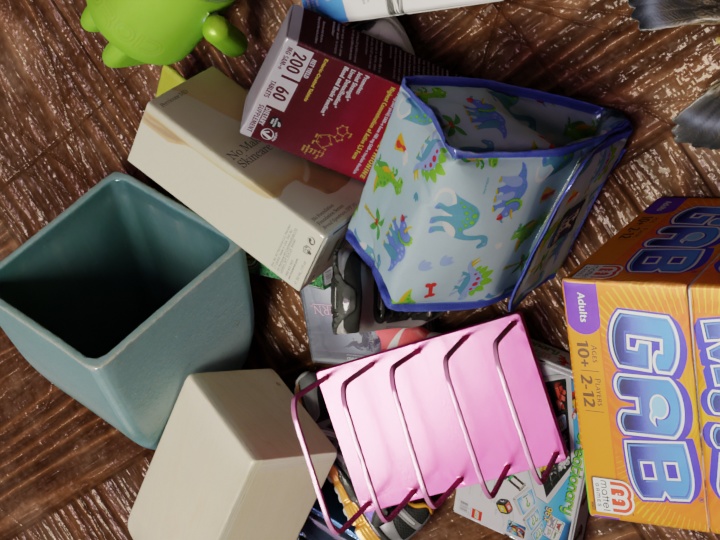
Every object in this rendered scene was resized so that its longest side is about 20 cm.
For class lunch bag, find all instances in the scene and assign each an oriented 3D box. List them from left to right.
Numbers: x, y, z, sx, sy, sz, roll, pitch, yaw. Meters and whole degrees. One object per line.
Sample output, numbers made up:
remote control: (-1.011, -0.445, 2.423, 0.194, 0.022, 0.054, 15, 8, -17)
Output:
lunch bag: (0.113, -0.060, 1.279, 0.128, 0.200, 0.170, 59, 139, 39)

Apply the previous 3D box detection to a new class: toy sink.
toy sink: (-0.125, 0.214, 1.514, 0.130, 0.112, 0.200, 47, 124, 39)

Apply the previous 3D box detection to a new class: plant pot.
plant pot: (-0.223, 0.062, 1.539, 0.196, 0.196, 0.200, 28, 148, 35)

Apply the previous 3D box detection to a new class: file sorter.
file sorter: (0.058, 0.138, 1.354, 0.200, 0.125, 0.139, -17, 94, 17)

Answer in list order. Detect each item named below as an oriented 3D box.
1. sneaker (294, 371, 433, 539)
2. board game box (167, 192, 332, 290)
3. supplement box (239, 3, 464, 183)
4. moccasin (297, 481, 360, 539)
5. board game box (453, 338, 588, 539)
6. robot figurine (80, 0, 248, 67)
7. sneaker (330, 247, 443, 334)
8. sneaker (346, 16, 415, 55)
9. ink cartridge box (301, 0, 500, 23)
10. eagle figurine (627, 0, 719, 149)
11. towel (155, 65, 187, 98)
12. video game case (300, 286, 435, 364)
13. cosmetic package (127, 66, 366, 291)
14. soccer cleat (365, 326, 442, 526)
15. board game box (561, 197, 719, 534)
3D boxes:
sneaker: (0.001, 0.184, 1.541, 0.077, 0.078, 0.200, -32, 85, 10)
board game box: (-0.111, -0.048, 1.517, 0.200, 0.023, 0.105, 13, 116, 37)
supplement box: (0.009, -0.136, 1.331, 0.200, 0.061, 0.109, 21, 128, -13)
moccasin: (-0.051, 0.261, 1.593, 0.200, 0.080, 0.068, 36, 115, 17)
board game box: (0.159, 0.162, 1.440, 0.126, 0.035, 0.200, 22, 121, 26)
robot figurine: (-0.173, -0.268, 1.414, 0.200, 0.116, 0.176, -42, 73, 38)
sneaker: (0.025, 0.018, 1.352, 0.079, 0.200, 0.074, 2, 92, 19)
sneaker: (-0.030, -0.160, 1.397, 0.200, 0.081, 0.084, -21, 112, 42)
ink cartridge box: (0.040, -0.291, 1.282, 0.200, 0.084, 0.146, -1, 110, 34)
eagle figurine: (0.308, -0.177, 1.149, 0.200, 0.151, 0.152, -1, 69, 65)
towel: (-0.123, -0.108, 1.467, 0.200, 0.018, 0.086, 42, 137, 19)
video game case: (0.000, 0.000, 1.484, 0.143, 0.019, 0.200, 4, 112, 33)
cosmetic package: (-0.092, -0.083, 1.358, 0.200, 0.105, 0.071, 36, 130, 11)
soccer cleat: (0.028, 0.144, 1.465, 0.073, 0.068, 0.200, 20, 107, 18)
board game box: (0.296, 0.069, 1.200, 0.200, 0.200, 0.200, 2, 112, 32)
